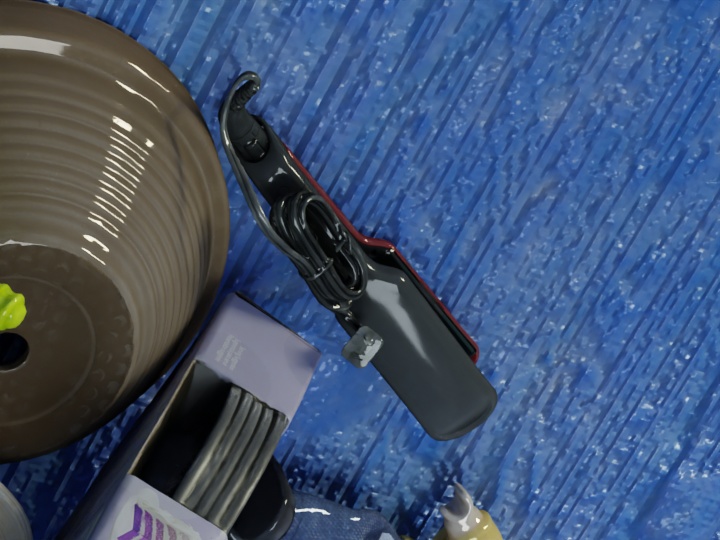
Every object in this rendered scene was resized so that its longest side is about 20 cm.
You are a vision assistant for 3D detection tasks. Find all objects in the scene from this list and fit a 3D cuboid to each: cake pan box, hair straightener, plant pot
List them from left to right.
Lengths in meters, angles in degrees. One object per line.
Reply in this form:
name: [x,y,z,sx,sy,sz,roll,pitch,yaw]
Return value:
plant pot: [-0.142,0.005,1.075,0.200,0.093,0.201,-8,124,-12]
cake pan box: [-0.100,0.123,1.091,0.052,0.184,0.200,33,123,-6]
hair straightener: [0.000,0.000,1.123,0.041,0.077,0.200,-29,126,6]

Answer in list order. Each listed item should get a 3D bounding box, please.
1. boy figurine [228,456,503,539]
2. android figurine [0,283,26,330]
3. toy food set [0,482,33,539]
boy figurine: [0.019,0.145,1.235,0.200,0.064,0.124,28,111,-31]
android figurine: [-0.210,-0.019,0.973,0.182,0.200,0.041,-47,163,-33]
toy food set: [-0.232,0.082,1.051,0.200,0.060,0.143,44,133,-12]
